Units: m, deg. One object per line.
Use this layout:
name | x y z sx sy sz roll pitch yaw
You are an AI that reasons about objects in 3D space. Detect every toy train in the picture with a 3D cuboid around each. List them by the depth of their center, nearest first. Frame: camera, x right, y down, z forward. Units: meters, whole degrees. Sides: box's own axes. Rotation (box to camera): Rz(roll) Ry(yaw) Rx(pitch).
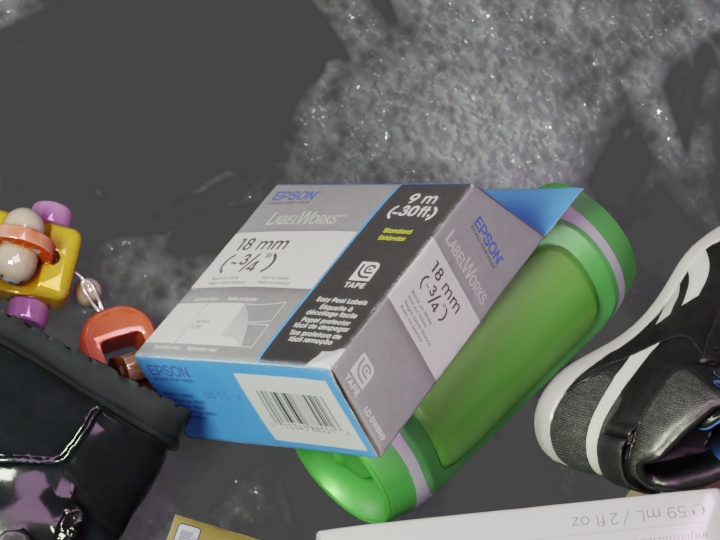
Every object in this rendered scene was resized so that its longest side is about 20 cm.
toy train | -0.184 0.036 1.153 0.198 0.056 0.151 -11 71 -18

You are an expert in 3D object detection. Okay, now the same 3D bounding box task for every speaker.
speaker | 0.056 0.042 1.195 0.088 0.089 0.200 45 65 6

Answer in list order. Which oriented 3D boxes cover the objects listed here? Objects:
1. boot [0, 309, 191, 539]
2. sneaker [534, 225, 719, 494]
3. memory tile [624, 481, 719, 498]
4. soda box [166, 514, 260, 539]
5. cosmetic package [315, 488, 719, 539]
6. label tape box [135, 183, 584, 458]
boot | -0.196 0.103 1.083 0.199 0.076 0.169 29 77 -16
sneaker | 0.198 0.051 1.207 0.200 0.112 0.073 -41 125 -18
memory tile | 0.249 0.145 1.188 0.153 0.017 0.200 -36 52 -18
soda box | -0.090 0.226 1.088 0.064 0.068 0.201 16 65 7
cosmetic package | 0.085 0.224 1.090 0.198 0.123 0.202 -6 71 -4
label tape box | 0.000 0.000 1.151 0.200 0.144 0.064 -51 125 -32
